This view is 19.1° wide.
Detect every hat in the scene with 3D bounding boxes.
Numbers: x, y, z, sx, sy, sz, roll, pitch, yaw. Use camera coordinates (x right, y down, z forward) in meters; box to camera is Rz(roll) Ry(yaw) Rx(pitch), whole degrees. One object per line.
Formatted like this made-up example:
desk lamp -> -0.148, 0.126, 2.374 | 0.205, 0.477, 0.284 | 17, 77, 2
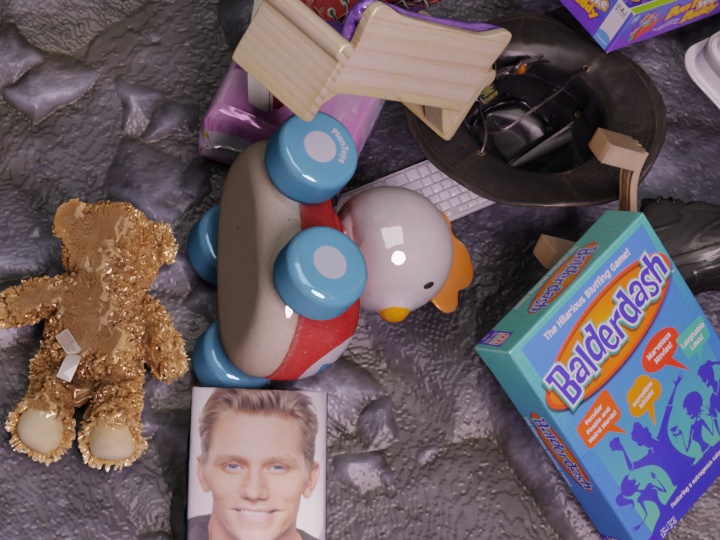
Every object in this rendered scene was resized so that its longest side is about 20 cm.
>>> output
hat -> 0.130, -0.101, 1.642 | 0.201, 0.081, 0.201 | 1, 53, -2

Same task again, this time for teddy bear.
teddy bear -> -0.195, 0.050, 1.561 | 0.145, 0.067, 0.200 | -10, 72, 0

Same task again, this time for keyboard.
keyboard -> 0.059, -0.062, 1.663 | 0.200, 0.011, 0.056 | -22, 69, -16

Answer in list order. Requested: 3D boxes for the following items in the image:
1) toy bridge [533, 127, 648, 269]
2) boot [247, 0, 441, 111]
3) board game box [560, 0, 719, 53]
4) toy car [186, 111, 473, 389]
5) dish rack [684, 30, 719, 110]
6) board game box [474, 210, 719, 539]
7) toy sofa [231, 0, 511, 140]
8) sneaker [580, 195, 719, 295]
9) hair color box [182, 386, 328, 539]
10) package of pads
toy bridge -> 0.160, -0.007, 1.568 | 0.067, 0.200, 0.027 | 12, 26, -28
boot -> -0.004, -0.195, 1.605 | 0.144, 0.072, 0.200 | 14, 60, 2
board game box -> 0.225, -0.256, 1.711 | 0.200, 0.045, 0.134 | -23, 66, -42
toy car -> 0.000, 0.000, 1.553 | 0.200, 0.184, 0.177 | 7, 62, -24
dish rack -> 0.368, -0.134, 1.683 | 0.172, 0.044, 0.200 | -26, 67, -37
board game box -> 0.189, 0.081, 1.525 | 0.152, 0.045, 0.200 | -45, 114, -22
toy sofa -> 0.012, -0.159, 1.515 | 0.083, 0.098, 0.200 | 42, 22, 27
sneaker -> 0.257, -0.023, 1.632 | 0.200, 0.076, 0.091 | -16, 61, -15
hair color box -> -0.075, 0.185, 1.502 | 0.100, 0.061, 0.200 | 2, 63, -5
package of pads -> -0.035, -0.158, 1.664 | 0.120, 0.076, 0.200 | 22, 64, 5
